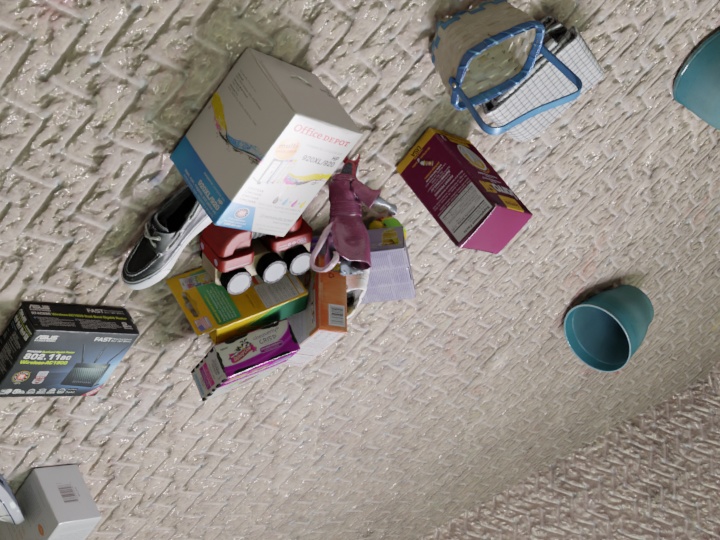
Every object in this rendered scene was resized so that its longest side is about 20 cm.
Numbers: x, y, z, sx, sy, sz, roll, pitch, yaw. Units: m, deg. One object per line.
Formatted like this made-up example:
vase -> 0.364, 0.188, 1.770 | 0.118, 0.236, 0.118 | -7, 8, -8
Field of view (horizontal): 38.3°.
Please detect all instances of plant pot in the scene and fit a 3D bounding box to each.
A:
plant pot -> 0.672, 0.135, 2.739 | 0.188, 0.200, 0.200 | -34, 156, -37
plant pot -> 0.771, -0.360, 2.084 | 0.199, 0.188, 0.200 | -28, 150, -18

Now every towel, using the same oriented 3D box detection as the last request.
towel -> 0.295, -0.324, 1.745 | 0.200, 0.086, 0.165 | -42, 149, 14

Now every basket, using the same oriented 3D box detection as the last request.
basket -> 0.212, -0.304, 1.555 | 0.176, 0.200, 0.139 | -24, 149, -19

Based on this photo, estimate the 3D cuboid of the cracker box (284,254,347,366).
cracker box -> -0.086, 0.073, 1.782 | 0.057, 0.135, 0.200 | 9, 156, -24

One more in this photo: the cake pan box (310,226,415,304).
cake pan box -> 0.000, 0.000, 1.856 | 0.183, 0.053, 0.200 | -6, 150, 8

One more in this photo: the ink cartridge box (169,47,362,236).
ink cartridge box -> -0.130, -0.174, 1.436 | 0.147, 0.145, 0.200 | 9, 128, -51

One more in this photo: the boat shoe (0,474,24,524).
boat shoe -> -0.652, 0.399, 1.792 | 0.086, 0.075, 0.202 | -29, 148, -14

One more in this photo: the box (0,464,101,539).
box -> -0.586, 0.473, 1.919 | 0.097, 0.125, 0.200 | 5, 132, -51

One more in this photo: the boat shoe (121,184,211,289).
boat shoe -> -0.286, -0.056, 1.518 | 0.200, 0.072, 0.068 | -42, 153, 6

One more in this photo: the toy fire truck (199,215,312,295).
toy fire truck -> -0.149, -0.072, 1.611 | 0.175, 0.129, 0.201 | -18, 135, -29

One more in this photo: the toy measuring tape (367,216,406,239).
toy measuring tape -> 0.060, -0.048, 1.912 | 0.073, 0.074, 0.200 | -36, 151, 1

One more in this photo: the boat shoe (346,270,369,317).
boat shoe -> -0.038, 0.054, 1.827 | 0.070, 0.070, 0.200 | 6, 149, -17

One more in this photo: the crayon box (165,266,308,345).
crayon box -> -0.203, 0.040, 1.695 | 0.199, 0.126, 0.052 | -21, 148, -25

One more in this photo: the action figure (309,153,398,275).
action figure -> -0.031, -0.092, 1.665 | 0.148, 0.201, 0.134 | 1, 178, -42

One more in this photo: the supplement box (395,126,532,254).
supplement box -> 0.176, -0.135, 1.770 | 0.103, 0.200, 0.131 | -49, 150, 23

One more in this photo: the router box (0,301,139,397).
router box -> -0.463, 0.125, 1.602 | 0.200, 0.062, 0.150 | 6, 129, -51

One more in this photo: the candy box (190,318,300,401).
candy box -> -0.196, 0.151, 1.731 | 0.136, 0.061, 0.200 | -20, 170, -26
